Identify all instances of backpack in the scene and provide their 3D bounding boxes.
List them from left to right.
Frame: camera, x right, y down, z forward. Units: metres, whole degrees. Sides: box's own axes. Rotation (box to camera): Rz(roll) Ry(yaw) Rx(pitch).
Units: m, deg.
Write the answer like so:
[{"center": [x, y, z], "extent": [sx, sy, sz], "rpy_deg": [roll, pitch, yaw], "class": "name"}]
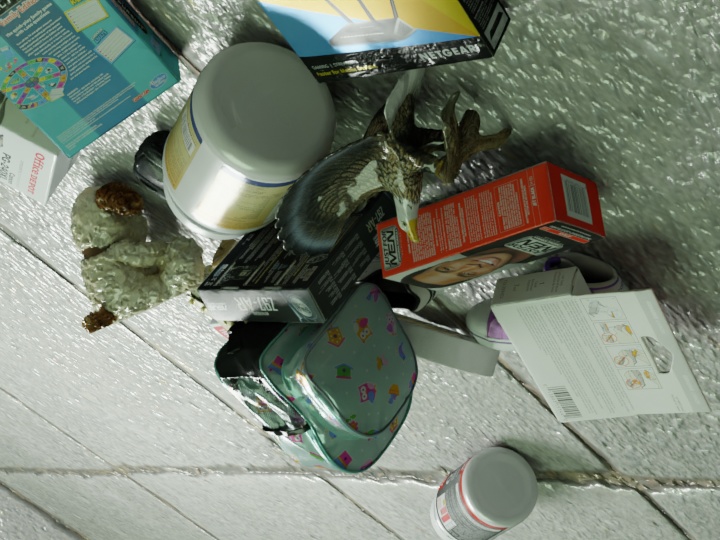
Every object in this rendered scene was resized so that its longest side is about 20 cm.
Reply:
[{"center": [-0.029, 0.113, 1.340], "extent": [0.152, 0.176, 0.201], "rpy_deg": [0, 131, 40], "class": "backpack"}]

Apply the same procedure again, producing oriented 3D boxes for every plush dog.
[{"center": [-0.316, -0.025, 1.618], "extent": [0.199, 0.160, 0.173], "rpy_deg": [-21, 93, 55], "class": "plush dog"}]

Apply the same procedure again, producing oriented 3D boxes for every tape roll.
[{"center": [0.066, 0.079, 1.496], "extent": [0.201, 0.037, 0.203], "rpy_deg": [17, -179, 0], "class": "tape roll"}]

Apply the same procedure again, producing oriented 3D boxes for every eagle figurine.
[{"center": [0.019, -0.095, 1.192], "extent": [0.199, 0.152, 0.151], "rpy_deg": [-7, 160, 38], "class": "eagle figurine"}]

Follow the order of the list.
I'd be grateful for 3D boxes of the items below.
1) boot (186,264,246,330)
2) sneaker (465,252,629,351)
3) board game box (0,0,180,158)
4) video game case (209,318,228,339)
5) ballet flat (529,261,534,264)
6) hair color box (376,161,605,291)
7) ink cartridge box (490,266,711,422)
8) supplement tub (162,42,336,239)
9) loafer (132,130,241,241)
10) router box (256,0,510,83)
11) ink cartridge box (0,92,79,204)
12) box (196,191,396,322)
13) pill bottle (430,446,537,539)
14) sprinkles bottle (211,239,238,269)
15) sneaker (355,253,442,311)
[{"center": [-0.161, 0.054, 1.621], "extent": [0.154, 0.072, 0.200], "rpy_deg": [38, -177, 14], "class": "boot"}, {"center": [0.194, 0.025, 1.368], "extent": [0.199, 0.073, 0.115], "rpy_deg": [-6, 137, 28], "class": "sneaker"}, {"center": [-0.300, -0.228, 1.263], "extent": [0.150, 0.047, 0.200], "rpy_deg": [-31, 128, 13], "class": "board game box"}, {"center": [-0.106, 0.104, 1.797], "extent": [0.199, 0.018, 0.143], "rpy_deg": [-8, 139, 47], "class": "video game case"}, {"center": [0.111, -0.030, 1.334], "extent": [0.199, 0.070, 0.069], "rpy_deg": [-2, 142, 42], "class": "ballet flat"}, {"center": [0.124, -0.039, 1.228], "extent": [0.199, 0.062, 0.101], "rpy_deg": [-19, 160, 36], "class": "hair color box"}, {"center": [0.253, 0.078, 1.314], "extent": [0.175, 0.045, 0.201], "rpy_deg": [-8, 134, 31], "class": "ink cartridge box"}, {"center": [-0.119, -0.123, 1.276], "extent": [0.144, 0.145, 0.200], "rpy_deg": [30, 152, -10], "class": "supplement tub"}, {"center": [-0.174, -0.083, 1.464], "extent": [0.200, 0.068, 0.071], "rpy_deg": [35, 134, -4], "class": "loafer"}, {"center": [0.007, -0.237, 1.073], "extent": [0.199, 0.051, 0.149], "rpy_deg": [-2, 141, 41], "class": "router box"}, {"center": [-0.432, -0.181, 1.495], "extent": [0.199, 0.084, 0.145], "rpy_deg": [29, 152, -7], "class": "ink cartridge box"}, {"center": [-0.055, -0.027, 1.328], "extent": [0.159, 0.200, 0.044], "rpy_deg": [-2, 128, 39], "class": "box"}, {"center": [0.176, 0.341, 1.873], "extent": [0.115, 0.117, 0.200], "rpy_deg": [27, 152, -4], "class": "pill bottle"}, {"center": [-0.090, 0.022, 1.588], "extent": [0.199, 0.069, 0.068], "rpy_deg": [36, 151, -19], "class": "sprinkles bottle"}, {"center": [0.000, 0.000, 1.436], "extent": [0.198, 0.088, 0.076], "rpy_deg": [6, 124, 28], "class": "sneaker"}]
